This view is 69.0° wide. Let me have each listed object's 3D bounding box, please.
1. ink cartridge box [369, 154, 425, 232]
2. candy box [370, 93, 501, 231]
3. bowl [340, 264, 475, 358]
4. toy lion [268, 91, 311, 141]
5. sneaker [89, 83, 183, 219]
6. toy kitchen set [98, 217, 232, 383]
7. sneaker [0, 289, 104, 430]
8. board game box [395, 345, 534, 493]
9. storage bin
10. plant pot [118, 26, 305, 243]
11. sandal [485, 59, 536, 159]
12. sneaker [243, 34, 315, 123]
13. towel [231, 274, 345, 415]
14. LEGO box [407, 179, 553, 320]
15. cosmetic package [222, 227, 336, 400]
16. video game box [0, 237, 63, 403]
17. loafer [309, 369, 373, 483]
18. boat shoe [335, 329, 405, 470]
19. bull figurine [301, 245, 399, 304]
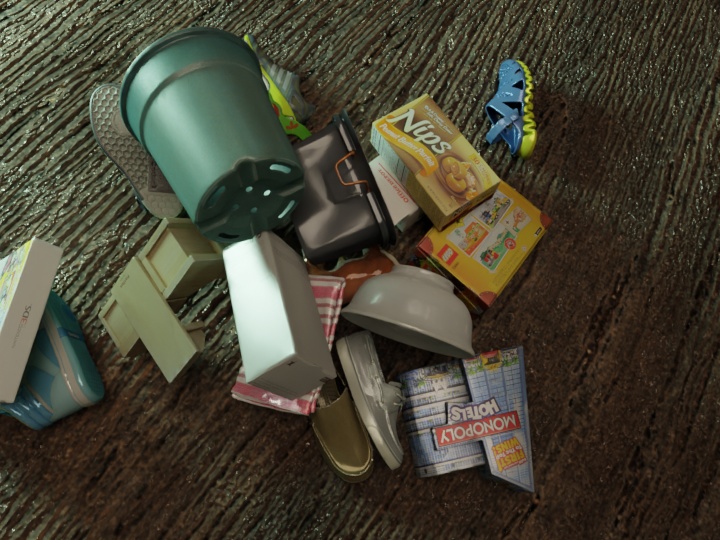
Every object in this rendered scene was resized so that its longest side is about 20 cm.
[{"bbox_3d":[0.082,-0.153,0.900,0.199,0.068,0.118,-38,77,-18],"label":"ink cartridge box"},{"bbox_3d":[0.117,-0.177,0.844,0.114,0.056,0.202,-30,71,-16],"label":"candy box"},{"bbox_3d":[0.077,0.052,0.749,0.197,0.201,0.092,19,78,0],"label":"bowl"},{"bbox_3d":[-0.164,-0.200,0.834,0.195,0.069,0.197,-1,102,-14],"label":"toy lion"},{"bbox_3d":[-0.337,-0.171,0.805,0.076,0.146,0.206,-27,102,-12],"label":"sneaker"},{"bbox_3d":[-0.239,0.054,0.786,0.200,0.180,0.164,-46,74,21],"label":"toy kitchen set"},{"bbox_3d":[-0.456,0.126,0.731,0.129,0.080,0.202,-32,68,-9],"label":"sneaker"},{"bbox_3d":[0.170,0.233,0.776,0.195,0.062,0.204,-9,71,-10],"label":"board game box"},{"bbox_3d":[-0.044,-0.109,0.765,0.132,0.146,0.204,-23,84,-2],"label":"storage bin"},{"bbox_3d":[-0.176,-0.157,0.667,0.197,0.201,0.198,-26,67,-15],"label":"plant pot"},{"bbox_3d":[0.274,-0.306,0.977,0.085,0.080,0.205,2,68,-3],"label":"sandal"},{"bbox_3d":[-0.153,-0.339,0.946,0.080,0.074,0.203,-25,81,-25],"label":"sneaker"},{"bbox_3d":[-0.104,0.098,0.764,0.144,0.030,0.204,2,69,31],"label":"towel"},{"bbox_3d":[0.198,-0.047,0.871,0.148,0.077,0.200,40,70,9],"label":"LEGO box"},{"bbox_3d":[-0.110,0.057,0.704,0.080,0.113,0.203,-26,55,13],"label":"cosmetic package"},{"bbox_3d":[-0.477,0.073,0.700,0.046,0.180,0.204,25,62,-40],"label":"video game box"},{"bbox_3d":[-0.041,0.207,0.755,0.075,0.068,0.202,-26,74,-13],"label":"loafer"},{"bbox_3d":[0.028,0.181,0.767,0.070,0.070,0.204,-24,71,1],"label":"boat shoe"},{"bbox_3d":[0.000,0.000,0.838,0.196,0.065,0.124,-14,70,-13],"label":"bull figurine"}]
